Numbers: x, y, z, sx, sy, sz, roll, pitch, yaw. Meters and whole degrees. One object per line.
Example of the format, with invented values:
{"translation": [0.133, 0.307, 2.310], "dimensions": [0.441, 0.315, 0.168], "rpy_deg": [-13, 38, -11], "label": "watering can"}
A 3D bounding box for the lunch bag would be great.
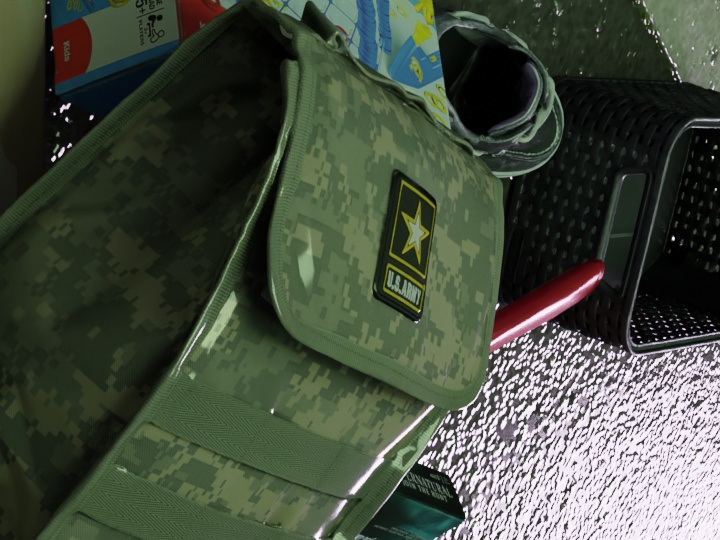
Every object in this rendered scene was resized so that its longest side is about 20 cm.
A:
{"translation": [-0.039, 0.016, 0.738], "dimensions": [0.200, 0.118, 0.164], "rpy_deg": [-52, 148, 6], "label": "lunch bag"}

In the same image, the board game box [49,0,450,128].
{"translation": [-0.043, -0.137, 0.821], "dimensions": [0.200, 0.056, 0.197], "rpy_deg": [22, 57, -57], "label": "board game box"}

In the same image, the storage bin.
{"translation": [0.177, -0.035, 1.240], "dimensions": [0.199, 0.093, 0.136], "rpy_deg": [-5, 111, -53], "label": "storage bin"}

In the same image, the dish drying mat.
{"translation": [0.040, 0.047, 1.094], "dimensions": [0.199, 0.077, 0.018], "rpy_deg": [-26, 85, -33], "label": "dish drying mat"}

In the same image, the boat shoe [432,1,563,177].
{"translation": [0.065, -0.090, 1.073], "dimensions": [0.200, 0.067, 0.072], "rpy_deg": [31, 81, -56], "label": "boat shoe"}

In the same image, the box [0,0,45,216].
{"translation": [-0.169, -0.037, 0.749], "dimensions": [0.078, 0.095, 0.202], "rpy_deg": [-24, 127, -47], "label": "box"}

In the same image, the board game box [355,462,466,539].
{"translation": [-0.053, 0.119, 0.982], "dimensions": [0.135, 0.028, 0.200], "rpy_deg": [-32, 151, 18], "label": "board game box"}
